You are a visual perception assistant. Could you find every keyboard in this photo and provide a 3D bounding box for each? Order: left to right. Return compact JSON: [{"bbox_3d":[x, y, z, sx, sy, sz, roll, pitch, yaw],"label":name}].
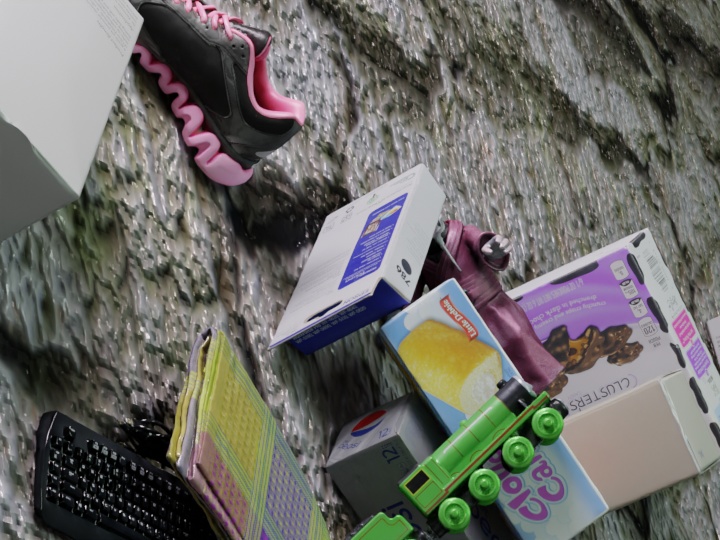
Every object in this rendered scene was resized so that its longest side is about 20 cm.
[{"bbox_3d":[-0.119,0.136,1.262,0.200,0.039,0.105,37,38,-46],"label":"keyboard"}]

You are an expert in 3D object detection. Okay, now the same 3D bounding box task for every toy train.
[{"bbox_3d":[0.060,0.150,1.430,0.056,0.200,0.042,45,-7,10],"label":"toy train"}]

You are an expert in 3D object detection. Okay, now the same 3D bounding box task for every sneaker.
[{"bbox_3d":[-0.109,-0.163,1.485,0.201,0.095,0.079,56,28,-13],"label":"sneaker"}]

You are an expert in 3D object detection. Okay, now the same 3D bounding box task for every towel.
[{"bbox_3d":[-0.066,0.147,1.322,0.144,0.023,0.201,-85,153,-54],"label":"towel"}]

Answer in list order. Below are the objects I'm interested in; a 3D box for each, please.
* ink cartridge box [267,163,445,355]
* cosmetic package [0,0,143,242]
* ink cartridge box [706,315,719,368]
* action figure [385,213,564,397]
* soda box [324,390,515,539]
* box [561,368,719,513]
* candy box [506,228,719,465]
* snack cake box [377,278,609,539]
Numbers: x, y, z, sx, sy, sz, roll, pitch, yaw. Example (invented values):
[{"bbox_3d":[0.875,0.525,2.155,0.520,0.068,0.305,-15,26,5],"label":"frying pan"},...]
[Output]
[{"bbox_3d":[0.000,0.000,1.538,0.039,0.099,0.200,53,29,-18],"label":"ink cartridge box"},{"bbox_3d":[-0.211,-0.121,1.265,0.108,0.084,0.201,50,30,-26],"label":"cosmetic package"},{"bbox_3d":[0.472,0.147,2.314,0.146,0.084,0.201,28,43,-52],"label":"ink cartridge box"},{"bbox_3d":[0.093,0.018,1.659,0.201,0.133,0.149,64,25,-8],"label":"action figure"},{"bbox_3d":[0.058,0.191,1.512,0.201,0.068,0.064,56,26,-16],"label":"soda box"},{"bbox_3d":[0.169,0.152,1.604,0.068,0.199,0.083,-11,77,-66],"label":"box"},{"bbox_3d":[0.210,0.092,1.773,0.201,0.167,0.071,62,26,-3],"label":"candy box"},{"bbox_3d":[0.094,0.108,1.514,0.201,0.067,0.115,56,-4,4],"label":"snack cake box"}]
